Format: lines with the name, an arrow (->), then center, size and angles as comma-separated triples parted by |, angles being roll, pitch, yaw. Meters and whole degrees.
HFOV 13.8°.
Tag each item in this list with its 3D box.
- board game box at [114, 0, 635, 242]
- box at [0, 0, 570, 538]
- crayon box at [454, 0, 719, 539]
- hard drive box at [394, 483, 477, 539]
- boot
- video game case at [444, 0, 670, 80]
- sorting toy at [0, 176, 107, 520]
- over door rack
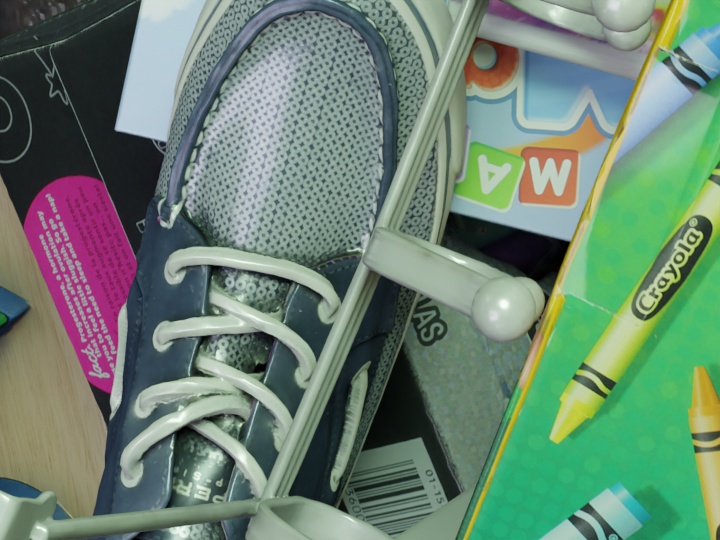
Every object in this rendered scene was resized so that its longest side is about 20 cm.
board game box -> 0.035, -0.114, 0.719 | 0.151, 0.037, 0.201 | 14, 103, 4
box -> 0.000, 0.000, 0.844 | 0.132, 0.115, 0.200 | -17, 99, 44
crayon box -> 0.086, -0.031, 0.622 | 0.058, 0.119, 0.200 | 22, 116, 4
hard drive box -> 0.106, 0.082, 0.726 | 0.156, 0.200, 0.077 | 1, 112, 42
boot -> -0.024, 0.020, 0.702 | 0.073, 0.090, 0.200 | 13, 124, 5
video game case -> 0.133, -0.113, 0.654 | 0.199, 0.024, 0.183 | 16, 116, 6
sorting toy -> -0.170, 0.061, 0.993 | 0.198, 0.070, 0.201 | -3, 109, 35
over door rack -> -0.004, -0.005, 0.589 | 0.066, 0.200, 0.148 | 22, 92, 25
